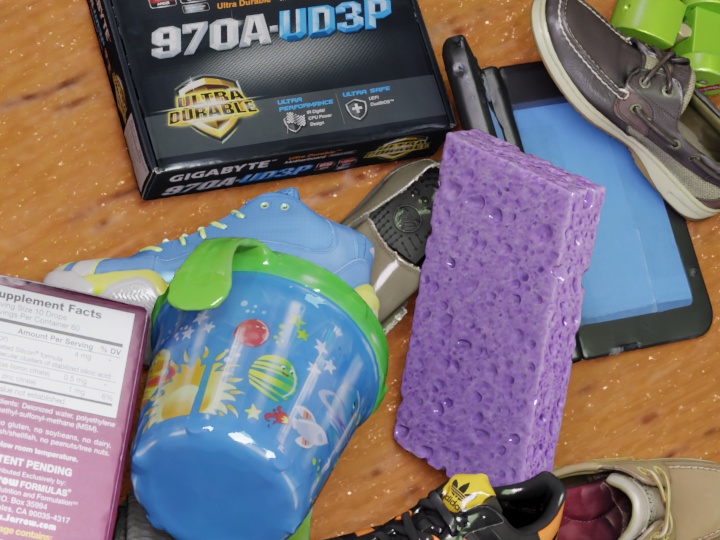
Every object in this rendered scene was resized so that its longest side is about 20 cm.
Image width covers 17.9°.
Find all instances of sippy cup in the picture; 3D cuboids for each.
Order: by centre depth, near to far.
[{"bbox_3d":[-0.063,0.079,1.236,0.178,0.140,0.130,42,37,-18],"label":"sippy cup"}]

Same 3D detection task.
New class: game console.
[{"bbox_3d":[0.139,-0.051,1.424,0.116,0.176,0.200,-17,78,7],"label":"game console"}]

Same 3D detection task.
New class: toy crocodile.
[{"bbox_3d":[0.260,-0.140,1.522,0.200,0.062,0.068,14,70,-19],"label":"toy crocodile"}]

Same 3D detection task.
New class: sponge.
[{"bbox_3d":[0.078,0.029,1.329,0.030,0.112,0.200,-8,115,-40],"label":"sponge"}]

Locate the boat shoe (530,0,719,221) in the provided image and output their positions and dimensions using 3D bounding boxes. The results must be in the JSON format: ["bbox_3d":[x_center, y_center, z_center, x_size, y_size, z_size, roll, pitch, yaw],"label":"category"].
[{"bbox_3d":[0.186,-0.113,1.447,0.200,0.065,0.073,41,43,-30],"label":"boat shoe"}]

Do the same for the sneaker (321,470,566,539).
[{"bbox_3d":[0.032,0.147,1.242,0.200,0.090,0.070,-1,33,-44],"label":"sneaker"}]

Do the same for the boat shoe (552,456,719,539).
[{"bbox_3d":[0.157,0.151,1.392,0.200,0.066,0.074,-8,77,-20],"label":"boat shoe"}]

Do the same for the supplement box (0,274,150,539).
[{"bbox_3d":[-0.192,0.119,1.251,0.103,0.131,0.200,13,70,-14],"label":"supplement box"}]

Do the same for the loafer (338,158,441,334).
[{"bbox_3d":[0.000,0.000,1.383,0.075,0.070,0.200,38,66,-4],"label":"loafer"}]

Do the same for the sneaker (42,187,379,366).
[{"bbox_3d":[-0.082,0.002,1.340,0.200,0.076,0.105,9,57,9],"label":"sneaker"}]

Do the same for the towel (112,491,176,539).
[{"bbox_3d":[-0.047,0.188,1.252,0.193,0.200,0.035,25,100,-10],"label":"towel"}]

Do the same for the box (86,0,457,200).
[{"bbox_3d":[-0.058,-0.136,1.408,0.200,0.046,0.159,-10,71,-20],"label":"box"}]
